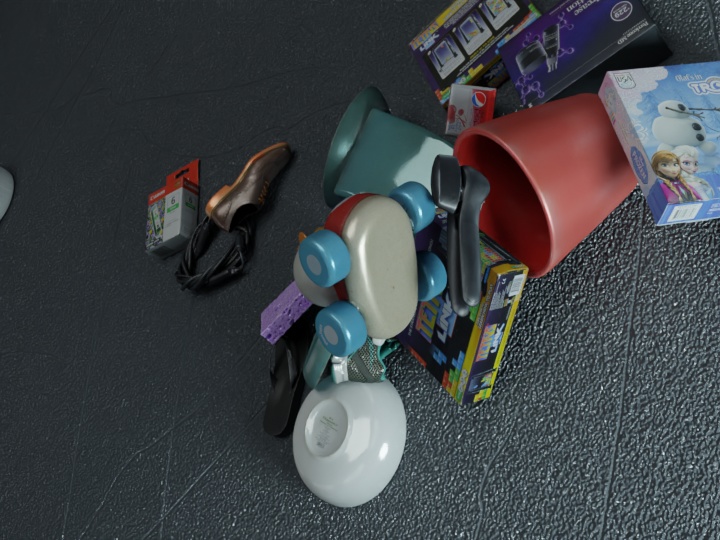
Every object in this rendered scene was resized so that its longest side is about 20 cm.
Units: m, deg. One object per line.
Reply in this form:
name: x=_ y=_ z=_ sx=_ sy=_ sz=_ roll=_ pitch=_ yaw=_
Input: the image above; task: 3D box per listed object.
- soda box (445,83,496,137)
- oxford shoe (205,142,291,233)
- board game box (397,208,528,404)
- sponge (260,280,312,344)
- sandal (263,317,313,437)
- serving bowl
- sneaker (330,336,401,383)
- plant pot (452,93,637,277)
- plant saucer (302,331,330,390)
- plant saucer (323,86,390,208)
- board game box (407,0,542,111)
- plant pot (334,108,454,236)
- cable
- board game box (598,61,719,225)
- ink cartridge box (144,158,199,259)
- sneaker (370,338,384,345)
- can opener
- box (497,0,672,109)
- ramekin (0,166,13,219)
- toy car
soda box: x=0.154 y=-0.222 z=1.170 sx=0.062 sy=0.200 sz=0.072 roll=7 pitch=100 yaw=5
oxford shoe: x=-0.192 y=-0.151 z=1.526 sx=0.200 sy=0.071 sz=0.073 roll=-45 pitch=66 yaw=-2
board game box: x=0.126 y=0.044 z=1.093 sx=0.165 sy=0.056 sz=0.203 roll=43 pitch=132 yaw=43
sponge: x=-0.084 y=0.025 z=1.328 sx=0.200 sy=0.030 sz=0.112 roll=-46 pitch=14 yaw=7
sandal: x=-0.121 y=0.164 z=1.335 sx=0.075 sy=0.043 sz=0.204 roll=-11 pitch=64 yaw=38
serving bowl: x=-0.030 y=0.237 z=1.208 sx=0.197 sy=0.065 sz=0.204 roll=-18 pitch=60 yaw=34
sneaker: x=0.021 y=0.087 z=1.230 sx=0.089 sy=0.078 sz=0.203 roll=10 pitch=56 yaw=12
plant pot: x=0.241 y=-0.121 z=1.040 sx=0.175 sy=0.203 sz=0.200 roll=-29 pitch=44 yaw=-18
plant saucer: x=-0.045 y=0.079 z=1.232 sx=0.200 sy=0.027 sz=0.204 roll=-158 pitch=89 yaw=-86
plant saucer: x=0.004 y=-0.187 z=1.307 sx=0.035 sy=0.200 sz=0.203 roll=23 pitch=85 yaw=16
board game box: x=0.187 y=-0.364 z=1.309 sx=0.199 sy=0.056 sz=0.167 roll=-39 pitch=48 yaw=21
plant pot: x=0.095 y=-0.126 z=1.222 sx=0.198 sy=0.141 sz=0.143 roll=23 pitch=86 yaw=36
cable: x=-0.285 y=-0.043 z=1.568 sx=0.198 sy=0.050 sz=0.166 roll=-24 pitch=56 yaw=31
board game box: x=0.402 y=-0.155 z=0.954 sx=0.196 sy=0.044 sz=0.202 roll=-7 pitch=57 yaw=-8
ink cartridge box: x=-0.386 y=-0.136 z=1.698 sx=0.108 sy=0.050 sz=0.204 roll=-22 pitch=58 yaw=32
sneaker: x=0.000 y=0.000 z=1.139 sx=0.097 sy=0.071 sz=0.205 roll=1 pitch=83 yaw=12
can opener: x=0.120 y=-0.041 z=0.989 sx=0.064 sy=0.077 sz=0.204 roll=118 pitch=154 yaw=-65
box: x=0.311 y=-0.309 z=1.163 sx=0.198 sy=0.078 sz=0.143 roll=-34 pitch=54 yaw=24
ramekin: x=-1.039 y=-0.207 z=2.260 sx=0.198 sy=0.097 sz=0.204 roll=-19 pitch=59 yaw=34
toy car: x=-0.027 y=-0.015 z=1.036 sx=0.183 sy=0.180 sz=0.198 roll=-31 pitch=30 yaw=-36
